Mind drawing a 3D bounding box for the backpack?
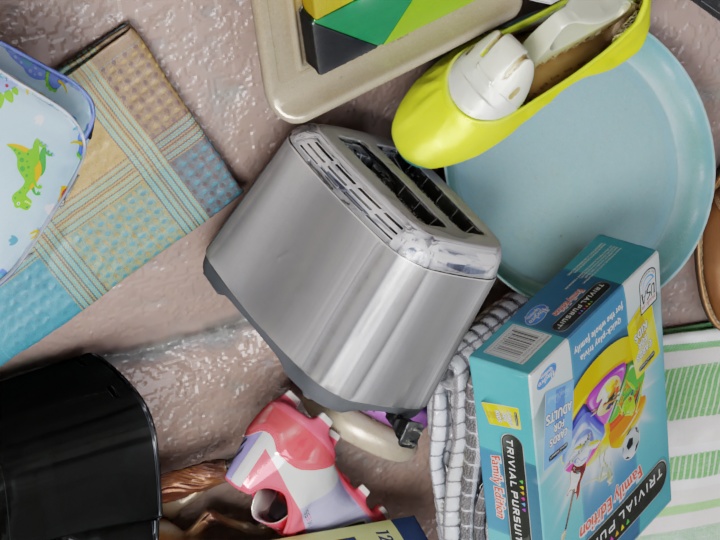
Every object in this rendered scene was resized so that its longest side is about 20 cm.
[{"bbox_3d":[-0.265,-0.050,1.419,0.183,0.147,0.200,29,88,-25],"label":"backpack"}]

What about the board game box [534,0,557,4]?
[{"bbox_3d":[0.144,-0.275,1.540,0.126,0.035,0.200,-30,130,-47],"label":"board game box"}]

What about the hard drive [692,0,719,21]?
[{"bbox_3d":[0.249,-0.251,1.569,0.038,0.140,0.200,-7,116,-20],"label":"hard drive"}]

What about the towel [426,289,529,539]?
[{"bbox_3d":[0.118,0.113,1.676,0.166,0.085,0.200,-38,134,-46],"label":"towel"}]

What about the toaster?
[{"bbox_3d":[0.000,0.000,1.550,0.113,0.200,0.129,9,119,-44],"label":"toaster"}]

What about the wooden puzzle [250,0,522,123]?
[{"bbox_3d":[0.017,-0.198,1.485,0.185,0.037,0.200,-28,135,-18],"label":"wooden puzzle"}]

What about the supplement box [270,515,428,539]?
[{"bbox_3d":[-0.050,0.285,1.651,0.199,0.134,0.200,-6,140,-35],"label":"supplement box"}]

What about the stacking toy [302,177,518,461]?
[{"bbox_3d":[0.041,0.022,1.660,0.085,0.085,0.200,25,96,-31],"label":"stacking toy"}]

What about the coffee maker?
[{"bbox_3d":[-0.228,0.124,1.540,0.200,0.135,0.192,-16,142,-26],"label":"coffee maker"}]

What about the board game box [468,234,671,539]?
[{"bbox_3d":[0.136,0.102,1.581,0.151,0.047,0.200,-40,135,-40],"label":"board game box"}]

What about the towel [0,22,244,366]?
[{"bbox_3d":[-0.188,-0.044,1.558,0.200,0.022,0.147,-36,123,-4],"label":"towel"}]

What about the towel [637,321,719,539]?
[{"bbox_3d":[0.246,0.129,1.823,0.152,0.023,0.200,-9,117,-20],"label":"towel"}]

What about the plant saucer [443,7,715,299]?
[{"bbox_3d":[0.139,-0.071,1.635,0.200,0.027,0.201,2,85,-23],"label":"plant saucer"}]

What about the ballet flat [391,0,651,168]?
[{"bbox_3d":[0.104,-0.133,1.571,0.200,0.067,0.067,-30,165,-23],"label":"ballet flat"}]

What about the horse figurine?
[{"bbox_3d":[-0.120,0.200,1.686,0.132,0.050,0.200,-10,126,-13],"label":"horse figurine"}]

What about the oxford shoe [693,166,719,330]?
[{"bbox_3d":[0.279,-0.041,1.724,0.071,0.071,0.200,-2,114,-23],"label":"oxford shoe"}]

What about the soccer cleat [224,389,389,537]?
[{"bbox_3d":[-0.036,0.155,1.665,0.076,0.067,0.200,-47,148,-16],"label":"soccer cleat"}]
